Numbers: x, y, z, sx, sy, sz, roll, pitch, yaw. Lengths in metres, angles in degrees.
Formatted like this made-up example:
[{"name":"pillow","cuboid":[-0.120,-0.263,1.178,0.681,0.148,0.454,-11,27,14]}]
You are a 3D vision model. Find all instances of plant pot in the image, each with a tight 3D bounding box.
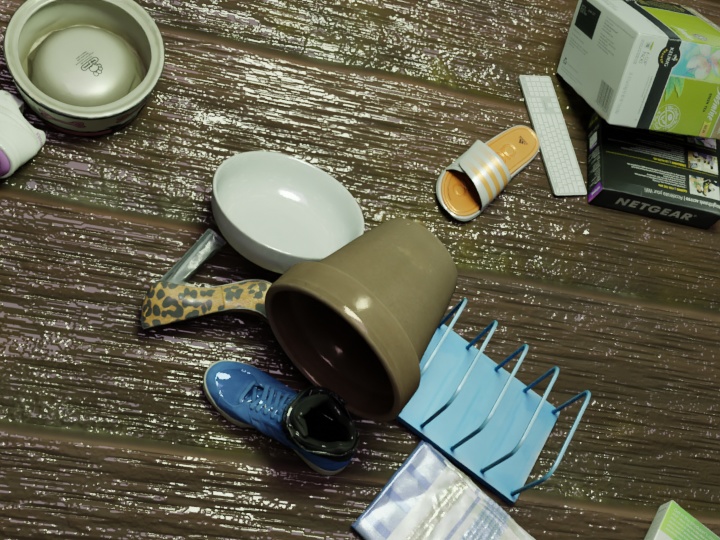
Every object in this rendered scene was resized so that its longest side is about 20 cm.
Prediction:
[{"name":"plant pot","cuboid":[0.018,0.039,1.101,0.200,0.201,0.175,42,61,6]}]

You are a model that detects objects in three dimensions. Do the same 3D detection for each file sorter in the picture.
[{"name":"file sorter","cuboid":[0.154,0.151,1.171,0.198,0.123,0.140,36,61,0]}]

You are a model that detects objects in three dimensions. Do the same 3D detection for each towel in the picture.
[{"name":"towel","cuboid":[0.104,0.315,1.141,0.199,0.024,0.147,42,64,8]}]

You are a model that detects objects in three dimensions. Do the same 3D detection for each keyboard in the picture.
[{"name":"keyboard","cuboid":[0.282,-0.200,1.438,0.055,0.011,0.204,-5,68,-18]}]

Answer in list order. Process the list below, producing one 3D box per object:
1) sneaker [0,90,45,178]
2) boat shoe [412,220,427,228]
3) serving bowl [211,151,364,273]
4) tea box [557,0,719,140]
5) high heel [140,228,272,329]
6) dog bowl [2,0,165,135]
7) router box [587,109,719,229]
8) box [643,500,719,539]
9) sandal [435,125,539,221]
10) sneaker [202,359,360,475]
[{"name":"sneaker","cuboid":[-0.476,-0.194,1.198,0.199,0.075,0.100,39,43,4]},{"name":"boat shoe","cuboid":[0.000,0.000,1.227,0.200,0.073,0.072,-43,44,-14]},{"name":"serving bowl","cuboid":[-0.096,-0.061,1.215,0.196,0.066,0.202,17,38,-13]},{"name":"tea box","cuboid":[0.418,-0.297,1.401,0.192,0.136,0.201,4,31,-15]},{"name":"high heel","cuboid":[-0.158,0.066,1.166,0.199,0.071,0.143,41,73,3]},{"name":"dog bowl","cuboid":[-0.351,-0.262,1.251,0.196,0.074,0.204,7,64,-13]},{"name":"router box","cuboid":[0.432,-0.155,1.435,0.196,0.051,0.152,11,65,-10]},{"name":"box","cuboid":[0.386,0.403,1.174,0.143,0.036,0.201,37,63,3]},{"name":"sandal","cuboid":[0.183,-0.153,1.360,0.079,0.059,0.206,44,62,8]},{"name":"sneaker","cuboid":[-0.088,0.153,1.111,0.198,0.112,0.077,36,61,3]}]
